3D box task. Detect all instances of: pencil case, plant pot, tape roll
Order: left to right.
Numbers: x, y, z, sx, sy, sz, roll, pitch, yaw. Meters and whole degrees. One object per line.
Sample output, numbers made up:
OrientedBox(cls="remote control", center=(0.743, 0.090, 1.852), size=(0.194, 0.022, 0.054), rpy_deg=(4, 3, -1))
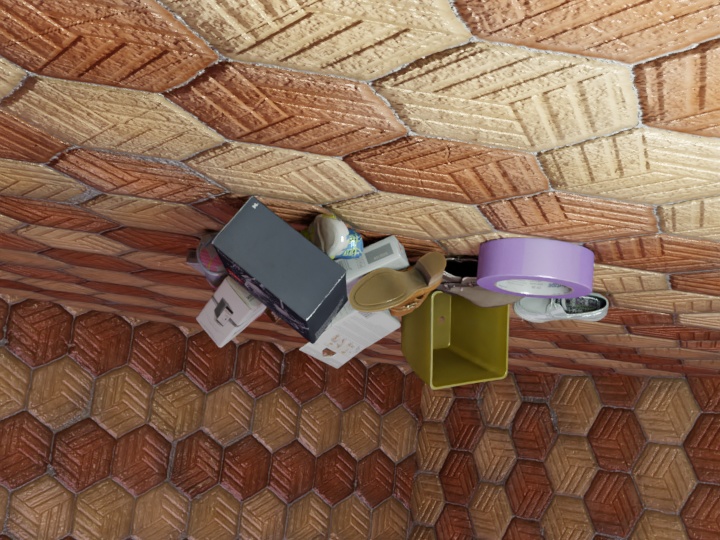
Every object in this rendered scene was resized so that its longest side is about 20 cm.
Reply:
OrientedBox(cls="pencil case", center=(-0.281, -0.018, 1.711), size=(0.082, 0.092, 0.200), rpy_deg=(-24, 175, -9))
OrientedBox(cls="plant pot", center=(0.187, 0.124, 1.830), size=(0.198, 0.203, 0.176), rpy_deg=(-4, -170, -28))
OrientedBox(cls="tape roll", center=(0.302, -0.001, 1.473), size=(0.197, 0.067, 0.200), rpy_deg=(7, 170, 1))

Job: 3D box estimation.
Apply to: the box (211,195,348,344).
OrientedBox(cls="box", center=(-0.126, 0.004, 1.390), size=(0.199, 0.104, 0.182), rpy_deg=(38, 166, 11))

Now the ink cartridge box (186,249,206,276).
OrientedBox(cls="ink cartridge box", center=(-0.318, -0.007, 1.924), size=(0.093, 0.038, 0.200), rpy_deg=(4, 167, 8))

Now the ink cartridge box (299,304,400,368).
OrientedBox(cls="ink cartridge box", center=(-0.025, 0.124, 1.789), size=(0.175, 0.045, 0.200), rpy_deg=(-33, 153, 10))

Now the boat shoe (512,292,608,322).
OrientedBox(cls="boat shoe", center=(0.422, 0.068, 1.786), size=(0.198, 0.071, 0.072), rpy_deg=(2, 159, 5))

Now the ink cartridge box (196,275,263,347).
OrientedBox(cls="ink cartridge box", center=(-0.226, 0.050, 1.696), size=(0.083, 0.147, 0.200), rpy_deg=(48, 142, 2))

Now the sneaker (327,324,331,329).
OrientedBox(cls="sneaker", center=(-0.135, 0.042, 1.592), size=(0.129, 0.202, 0.080), rpy_deg=(-24, -154, -10))

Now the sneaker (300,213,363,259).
OrientedBox(cls="sneaker", center=(-0.033, -0.055, 1.423), size=(0.104, 0.077, 0.200), rpy_deg=(-2, -179, -21))

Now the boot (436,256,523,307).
OrientedBox(cls="boot", center=(0.231, 0.019, 1.631), size=(0.197, 0.071, 0.146), rpy_deg=(1, 163, 1))

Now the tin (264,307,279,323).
OrientedBox(cls="tin", center=(-0.136, 0.050, 1.736), size=(0.042, 0.112, 0.200), rpy_deg=(44, 158, 0))

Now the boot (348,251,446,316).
OrientedBox(cls="boot", center=(0.063, 0.048, 1.548), size=(0.198, 0.074, 0.155), rpy_deg=(-21, 161, -17))

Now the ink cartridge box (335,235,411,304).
OrientedBox(cls="ink cartridge box", center=(0.015, 0.003, 1.581), size=(0.160, 0.051, 0.200), rpy_deg=(-23, 168, 8))
